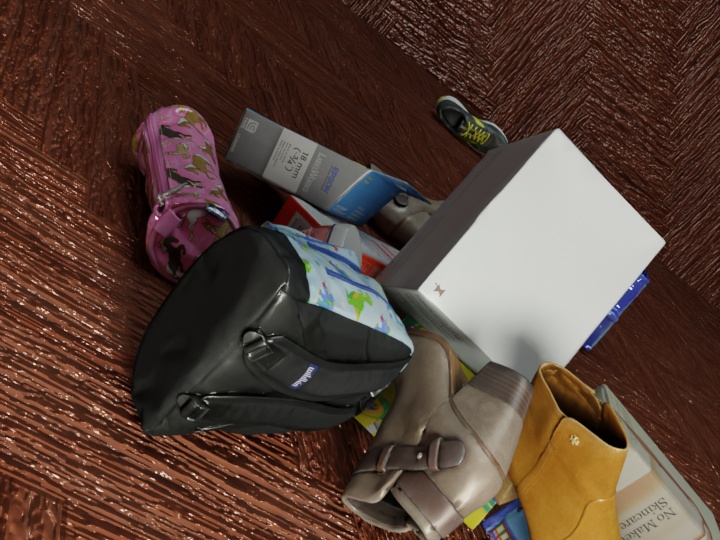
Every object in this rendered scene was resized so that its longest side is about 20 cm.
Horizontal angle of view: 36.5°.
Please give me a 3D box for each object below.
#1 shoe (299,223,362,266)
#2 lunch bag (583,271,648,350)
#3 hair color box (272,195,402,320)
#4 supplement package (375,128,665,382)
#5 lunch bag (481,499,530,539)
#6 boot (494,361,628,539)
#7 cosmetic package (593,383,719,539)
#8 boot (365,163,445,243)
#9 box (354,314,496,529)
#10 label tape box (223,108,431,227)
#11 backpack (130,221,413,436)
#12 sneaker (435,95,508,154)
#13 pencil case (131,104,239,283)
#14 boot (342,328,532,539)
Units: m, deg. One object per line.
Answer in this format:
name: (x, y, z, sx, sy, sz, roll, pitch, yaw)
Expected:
shoe: (-0.063, 0.035, 0.963, 0.202, 0.090, 0.072, -72, 154, -45)
lunch bag: (0.407, 0.039, 1.820, 0.094, 0.151, 0.200, 38, 17, -7)
hair color box: (0.000, 0.000, 1.161, 0.199, 0.062, 0.102, 25, 14, -43)
supplement package: (0.139, -0.005, 1.024, 0.147, 0.192, 0.200, 43, -7, -9)
lunch bag: (0.216, 0.283, 0.976, 0.200, 0.094, 0.151, 38, 17, -51)
boot: (0.173, 0.180, 0.823, 0.070, 0.145, 0.202, -18, 56, -32)
cosmetic package: (0.273, 0.231, 1.116, 0.200, 0.103, 0.088, 47, 19, -14)
boot: (0.061, -0.096, 1.539, 0.146, 0.070, 0.200, 38, 17, -7)
box: (0.061, 0.122, 0.982, 0.199, 0.049, 0.117, 40, 37, 12)
label tape box: (-0.033, -0.097, 1.199, 0.198, 0.064, 0.144, 27, 2, 16)
backpack: (-0.049, 0.047, 0.780, 0.199, 0.163, 0.155, 24, 28, -41)
sneaker: (0.251, -0.321, 2.511, 0.199, 0.075, 0.085, 33, 23, -1)
pencil case: (-0.158, -0.072, 0.974, 0.081, 0.088, 0.201, 2, 32, -17)
boot: (0.038, 0.126, 0.842, 0.199, 0.146, 0.071, 8, -38, 56)
